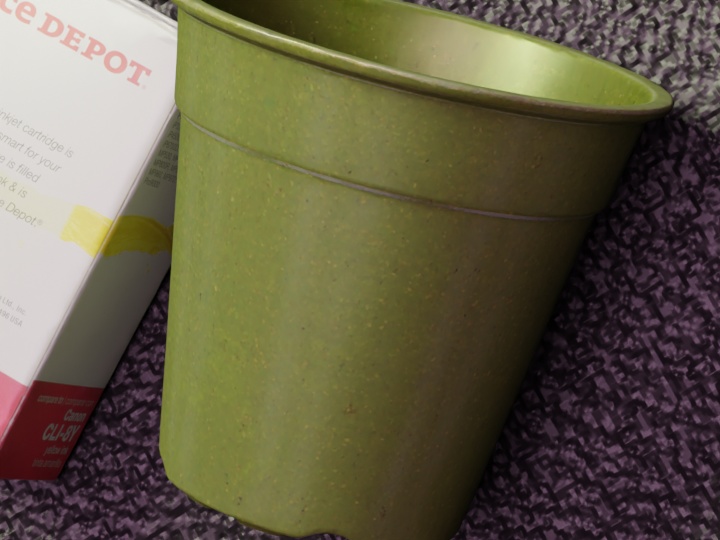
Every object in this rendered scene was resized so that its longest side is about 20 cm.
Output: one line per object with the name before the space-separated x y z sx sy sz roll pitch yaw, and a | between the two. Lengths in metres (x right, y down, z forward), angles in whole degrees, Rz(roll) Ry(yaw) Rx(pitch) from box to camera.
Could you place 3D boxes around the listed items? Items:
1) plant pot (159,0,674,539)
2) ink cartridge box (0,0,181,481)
plant pot | 0.000 0.000 1.140 0.200 0.200 0.191 19 104 20
ink cartridge box | -0.151 -0.033 1.235 0.145 0.083 0.200 30 95 19
